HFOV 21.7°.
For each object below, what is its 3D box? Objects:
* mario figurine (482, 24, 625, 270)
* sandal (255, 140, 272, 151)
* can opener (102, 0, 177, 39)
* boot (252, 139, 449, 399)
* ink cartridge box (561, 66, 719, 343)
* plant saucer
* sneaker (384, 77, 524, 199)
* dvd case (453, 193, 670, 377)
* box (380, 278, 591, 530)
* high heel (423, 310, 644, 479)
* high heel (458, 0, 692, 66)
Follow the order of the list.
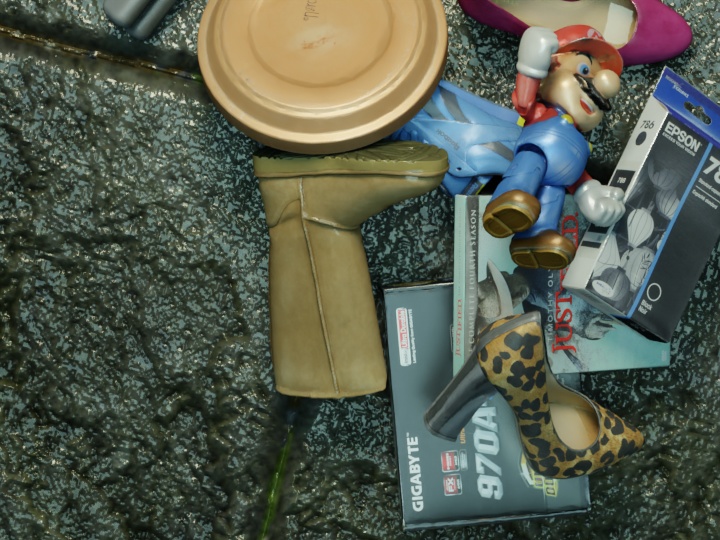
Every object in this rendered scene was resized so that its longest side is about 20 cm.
[{"bbox_3d":[0.160,-0.106,1.430,0.105,0.124,0.201,12,60,9],"label":"mario figurine"},{"bbox_3d":[-0.039,-0.069,1.534,0.074,0.045,0.202,-8,109,7],"label":"sandal"},{"bbox_3d":[-0.142,-0.283,1.514,0.067,0.053,0.200,41,94,28],"label":"can opener"},{"bbox_3d":[0.000,0.000,1.485,0.174,0.066,0.202,2,109,30],"label":"boot"},{"bbox_3d":[0.244,-0.053,1.499,0.099,0.039,0.201,29,81,-26],"label":"ink cartridge box"},{"bbox_3d":[-0.030,-0.184,1.472,0.198,0.032,0.202,-2,61,3],"label":"plant saucer"},{"bbox_3d":[0.067,-0.102,1.504,0.198,0.066,0.079,21,64,-4],"label":"sneaker"},{"bbox_3d":[0.163,0.010,1.496,0.198,0.022,0.148,-1,95,-26],"label":"dvd case"},{"bbox_3d":[0.103,0.104,1.543,0.157,0.046,0.202,-5,95,-1],"label":"box"},{"bbox_3d":[0.164,0.093,1.442,0.198,0.072,0.143,11,137,-26],"label":"high heel"},{"bbox_3d":[0.172,-0.202,1.493,0.198,0.096,0.068,8,95,-1],"label":"high heel"}]
